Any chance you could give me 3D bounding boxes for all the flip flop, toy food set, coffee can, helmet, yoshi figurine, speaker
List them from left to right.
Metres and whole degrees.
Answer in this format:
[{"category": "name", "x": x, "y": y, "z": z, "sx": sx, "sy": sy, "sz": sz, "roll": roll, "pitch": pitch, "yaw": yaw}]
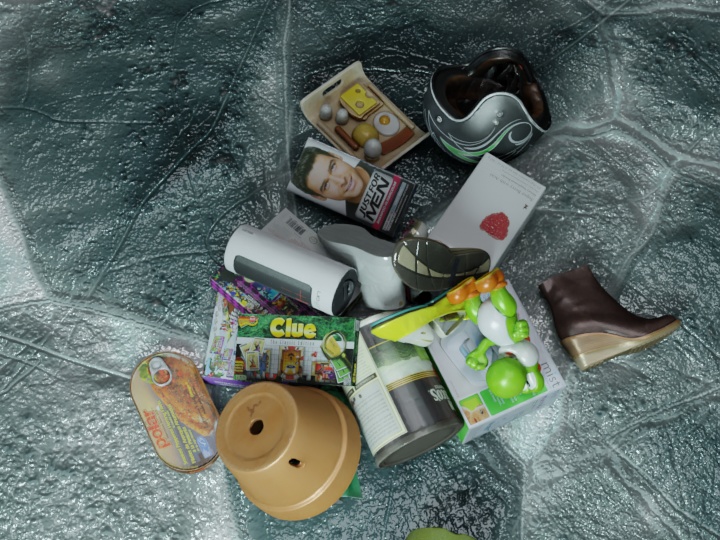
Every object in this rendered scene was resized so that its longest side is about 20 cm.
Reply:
[{"category": "speaker", "x": -0.107, "y": -0.001, "z": 1.560, "sx": 0.200, "sy": 0.081, "sz": 0.081, "roll": 23, "pitch": 66, "yaw": 20}, {"category": "toy food set", "x": 0.011, "y": -0.271, "z": 1.801, "sx": 0.143, "sy": 0.060, "sz": 0.200, "roll": -39, "pitch": 75, "yaw": -18}, {"category": "coffee can", "x": 0.050, "y": 0.182, "z": 1.561, "sx": 0.146, "sy": 0.146, "sz": 0.200, "roll": -22, "pitch": 70, "yaw": -13}, {"category": "flip flop", "x": 0.118, "y": -0.015, "z": 1.538, "sx": 0.200, "sy": 0.081, "sz": 0.058, "roll": 2, "pitch": 22, "yaw": -42}, {"category": "helmet", "x": 0.210, "y": -0.274, "z": 1.746, "sx": 0.191, "sy": 0.200, "sz": 0.200, "roll": -21, "pitch": 64, "yaw": 29}, {"category": "yoshi figurine", "x": 0.205, "y": 0.107, "z": 1.507, "sx": 0.112, "sy": 0.112, "sz": 0.200, "roll": -29, "pitch": 96, "yaw": -2}]

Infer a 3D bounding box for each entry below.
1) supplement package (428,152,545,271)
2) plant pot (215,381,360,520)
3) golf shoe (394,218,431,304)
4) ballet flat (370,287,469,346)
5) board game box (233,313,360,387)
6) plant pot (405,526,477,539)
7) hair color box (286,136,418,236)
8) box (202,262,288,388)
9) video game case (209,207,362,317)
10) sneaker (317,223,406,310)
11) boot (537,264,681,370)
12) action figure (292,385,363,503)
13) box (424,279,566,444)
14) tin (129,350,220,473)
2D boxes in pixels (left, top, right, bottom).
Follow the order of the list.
[{"category": "supplement package", "x": 0.201, "y": -0.071, "z": 1.697, "sx": 0.121, "sy": 0.120, "sz": 0.200, "roll": 32, "pitch": 68, "yaw": 8}, {"category": "plant pot", "x": -0.119, "y": 0.251, "z": 1.479, "sx": 0.200, "sy": 0.140, "sz": 0.200, "roll": -13, "pitch": 59, "yaw": 23}, {"category": "golf shoe", "x": 0.092, "y": -0.014, "z": 1.620, "sx": 0.092, "sy": 0.200, "sz": 0.073, "roll": 25, "pitch": 62, "yaw": 8}, {"category": "ballet flat", "x": 0.102, "y": 0.077, "z": 1.528, "sx": 0.200, "sy": 0.067, "sz": 0.067, "roll": -22, "pitch": 83, "yaw": -43}, {"category": "board game box", "x": -0.099, "y": 0.120, "z": 1.544, "sx": 0.200, "sy": 0.023, "sz": 0.105, "roll": 0, "pitch": 80, "yaw": 22}, {"category": "plant pot", "x": 0.107, "y": 0.476, "z": 1.434, "sx": 0.200, "sy": 0.200, "sz": 0.190, "roll": 15, "pitch": 53, "yaw": 2}, {"category": "hair color box", "x": -0.013, "y": -0.142, "z": 1.723, "sx": 0.200, "sy": 0.061, "sz": 0.099, "roll": 24, "pitch": 96, "yaw": 7}, {"category": "box", "x": -0.172, "y": 0.093, "z": 1.641, "sx": 0.137, "sy": 0.039, "sz": 0.200, "roll": 8, "pitch": 66, "yaw": -1}, {"category": "video game case", "x": -0.111, "y": 0.020, "z": 1.637, "sx": 0.200, "sy": 0.036, "sz": 0.181, "roll": 39, "pitch": 67, "yaw": 12}, {"category": "sneaker", "x": 0.000, "y": 0.000, "z": 1.595, "sx": 0.074, "sy": 0.116, "sz": 0.200, "roll": -21, "pitch": 28, "yaw": -27}, {"category": "boot", "x": 0.414, "y": 0.061, "z": 1.681, "sx": 0.200, "sy": 0.072, "sz": 0.166, "roll": -19, "pitch": 71, "yaw": -8}, {"category": "action figure", "x": -0.052, "y": 0.259, "z": 1.571, "sx": 0.118, "sy": 0.055, "sz": 0.200, "roll": 3, "pitch": 62, "yaw": -1}, {"category": "box", "x": 0.200, "y": 0.145, "z": 1.618, "sx": 0.176, "sy": 0.097, "sz": 0.200, "roll": -21, "pitch": 69, "yaw": -11}, {"category": "tin", "x": -0.286, "y": 0.222, "z": 1.578, "sx": 0.112, "sy": 0.042, "sz": 0.200, "roll": -22, "pitch": 70, "yaw": -17}]
